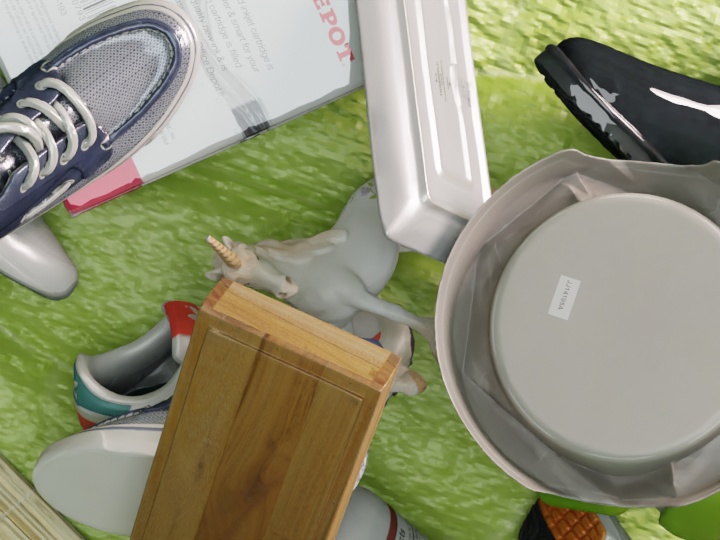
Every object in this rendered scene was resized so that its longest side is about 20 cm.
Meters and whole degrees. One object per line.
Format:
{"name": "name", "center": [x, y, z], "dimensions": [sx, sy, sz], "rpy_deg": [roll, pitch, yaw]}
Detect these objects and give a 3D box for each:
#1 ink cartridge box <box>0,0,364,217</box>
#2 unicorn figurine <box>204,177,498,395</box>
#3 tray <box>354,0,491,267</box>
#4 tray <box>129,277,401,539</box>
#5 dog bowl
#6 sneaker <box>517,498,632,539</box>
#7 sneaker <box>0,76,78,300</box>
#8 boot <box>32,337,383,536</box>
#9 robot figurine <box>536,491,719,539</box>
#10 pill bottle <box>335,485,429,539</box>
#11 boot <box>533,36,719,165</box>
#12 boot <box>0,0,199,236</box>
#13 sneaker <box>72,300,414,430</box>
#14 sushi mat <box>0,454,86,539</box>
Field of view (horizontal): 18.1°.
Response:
{"name": "ink cartridge box", "center": [-0.101, -0.138, 1.275], "dimensions": [0.200, 0.083, 0.145], "rpy_deg": [-24, 97, -2]}
{"name": "unicorn figurine", "center": [0.000, 0.000, 1.271], "dimensions": [0.137, 0.200, 0.074], "rpy_deg": [36, 128, 4]}
{"name": "tray", "center": [0.039, -0.101, 1.249], "dimensions": [0.022, 0.107, 0.200], "rpy_deg": [-18, 68, 30]}
{"name": "tray", "center": [-0.056, 0.108, 1.155], "dimensions": [0.099, 0.037, 0.200], "rpy_deg": [24, 126, 7]}
{"name": "dog bowl", "center": [0.142, 0.033, 1.208], "dimensions": [0.200, 0.059, 0.200], "rpy_deg": [-2, 80, 10]}
{"name": "sneaker", "center": [0.164, 0.210, 1.312], "dimensions": [0.076, 0.092, 0.200], "rpy_deg": [-47, 53, 28]}
{"name": "sneaker", "center": [-0.221, -0.069, 1.279], "dimensions": [0.080, 0.070, 0.200], "rpy_deg": [-41, 96, -3]}
{"name": "boot", "center": [-0.078, 0.088, 1.235], "dimensions": [0.200, 0.090, 0.073], "rpy_deg": [-6, 127, 25]}
{"name": "robot figurine", "center": [0.177, 0.070, 1.285], "dimensions": [0.175, 0.116, 0.200], "rpy_deg": [-38, 76, -25]}
{"name": "pill bottle", "center": [0.001, 0.194, 1.281], "dimensions": [0.200, 0.112, 0.112], "rpy_deg": [42, 90, -17]}
{"name": "boot", "center": [0.221, -0.112, 1.307], "dimensions": [0.200, 0.076, 0.168], "rpy_deg": [41, 94, -14]}
{"name": "boot", "center": [-0.166, -0.066, 1.183], "dimensions": [0.200, 0.090, 0.073], "rpy_deg": [-41, 97, 3]}
{"name": "sneaker", "center": [-0.069, 0.054, 1.283], "dimensions": [0.200, 0.070, 0.093], "rpy_deg": [-18, 133, -1]}
{"name": "sushi mat", "center": [-0.224, 0.161, 1.324], "dimensions": [0.096, 0.012, 0.200], "rpy_deg": [-44, 96, 1]}
